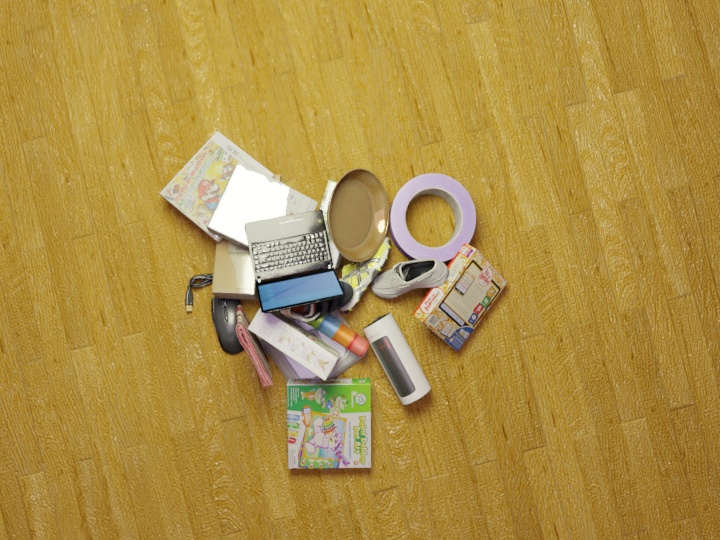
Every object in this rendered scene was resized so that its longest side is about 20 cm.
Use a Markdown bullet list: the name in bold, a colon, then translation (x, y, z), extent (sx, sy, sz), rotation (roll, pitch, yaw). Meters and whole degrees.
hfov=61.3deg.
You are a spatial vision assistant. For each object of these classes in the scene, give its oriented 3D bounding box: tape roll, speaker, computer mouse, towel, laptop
- **tape roll**: translation (0.164, -0.117, 1.412), extent (0.195, 0.085, 0.205), rotation (0, 89, -1)
- **speaker**: translation (0.083, 0.201, 1.403), extent (0.080, 0.081, 0.203), rotation (-28, 89, -2)
- **computer mouse**: translation (-0.339, 0.098, 1.416), extent (0.137, 0.046, 0.205), rotation (-6, 88, -2)
- **towel**: translation (-0.236, 0.159, 1.324), extent (0.022, 0.200, 0.146), rotation (-25, 103, -7)
- **laptop**: translation (-0.139, -0.024, 1.262), extent (0.174, 0.103, 0.204), rotation (-11, 85, -11)

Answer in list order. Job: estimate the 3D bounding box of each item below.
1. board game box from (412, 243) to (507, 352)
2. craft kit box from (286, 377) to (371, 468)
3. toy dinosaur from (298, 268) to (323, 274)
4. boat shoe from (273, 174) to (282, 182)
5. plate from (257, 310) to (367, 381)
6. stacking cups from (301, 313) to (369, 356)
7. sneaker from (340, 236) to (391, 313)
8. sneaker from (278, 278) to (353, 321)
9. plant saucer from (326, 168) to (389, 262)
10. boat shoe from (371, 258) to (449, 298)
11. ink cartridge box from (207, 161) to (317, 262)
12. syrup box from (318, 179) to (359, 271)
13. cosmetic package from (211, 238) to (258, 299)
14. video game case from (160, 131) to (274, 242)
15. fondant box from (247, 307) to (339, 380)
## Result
- **board game box**: translation (0.230, 0.064, 1.385), extent (0.151, 0.046, 0.201), rotation (39, 87, -37)
- **craft kit box**: translation (-0.071, 0.352, 1.398), extent (0.193, 0.049, 0.205), rotation (-2, 98, -3)
- **toy dinosaur**: translation (-0.149, -0.052, 1.362), extent (0.100, 0.058, 0.202), rotation (-29, 78, -2)
- **boat shoe**: translation (-0.181, -0.128, 1.412), extent (0.068, 0.074, 0.204), rotation (-19, 88, 5)
- **plate**: translation (-0.115, 0.173, 1.424), extent (0.198, 0.032, 0.201), rotation (-36, 88, -1)
- **stacking cups**: translation (-0.071, 0.127, 1.380), extent (0.198, 0.061, 0.061), rotation (35, 88, 1)
- **sneaker**: translation (0.000, 0.000, 1.410), extent (0.076, 0.075, 0.201), rotation (36, 87, 0)
- **sneaker**: translation (-0.091, 0.067, 1.310), extent (0.197, 0.079, 0.080), rotation (-8, 110, -30)
- **plant saucer**: translation (-0.011, -0.122, 1.341), extent (0.035, 0.198, 0.205), rotation (7, 87, 42)
- **boat shoe**: translation (0.101, 0.008, 1.374), extent (0.197, 0.065, 0.075), rotation (-17, 53, 30)
- **ink cartridge box**: translation (-0.214, -0.122, 1.339), extent (0.197, 0.047, 0.163), rotation (26, 79, -9)
- **syrup box**: translation (-0.064, -0.097, 1.408), extent (0.077, 0.081, 0.204), rotation (18, 89, 4)
- **cosmetic package**: translation (-0.276, -0.039, 1.392), extent (0.103, 0.071, 0.205), rotation (1, 77, 0)
- **video game case**: translation (-0.324, -0.193, 1.383), extent (0.181, 0.023, 0.201), rotation (37, 77, 12)
- **fondant box**: translation (-0.141, 0.156, 1.336), extent (0.198, 0.144, 0.059), rotation (32, 87, 1)
